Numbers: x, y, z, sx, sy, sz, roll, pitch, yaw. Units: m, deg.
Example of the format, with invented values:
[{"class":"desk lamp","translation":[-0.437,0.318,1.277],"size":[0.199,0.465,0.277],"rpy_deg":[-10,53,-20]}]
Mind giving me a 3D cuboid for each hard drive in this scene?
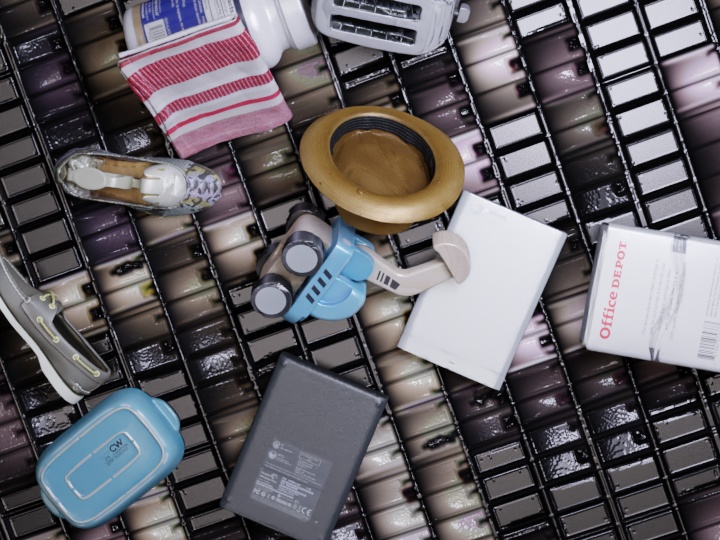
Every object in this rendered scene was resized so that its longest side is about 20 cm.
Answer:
[{"class":"hard drive","translation":[-0.068,0.215,1.578],"size":[0.139,0.033,0.200],"rpy_deg":[23,97,1]},{"class":"hard drive","translation":[0.142,0.023,1.549],"size":[0.132,0.026,0.200],"rpy_deg":[23,97,1]}]

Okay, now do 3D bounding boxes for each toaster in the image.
[{"class":"toaster","translation":[0.024,-0.321,1.447],"size":[0.199,0.114,0.129],"rpy_deg":[12,53,-1]}]

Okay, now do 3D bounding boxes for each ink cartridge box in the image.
[{"class":"ink cartridge box","translation":[0.360,0.031,1.506],"size":[0.199,0.083,0.146],"rpy_deg":[10,97,3]}]

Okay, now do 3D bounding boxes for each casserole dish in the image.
[{"class":"casserole dish","translation":[-0.307,0.231,1.594],"size":[0.200,0.039,0.121],"rpy_deg":[-38,93,6]}]

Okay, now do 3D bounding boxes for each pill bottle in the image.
[{"class":"pill bottle","translation":[-0.157,-0.271,1.495],"size":[0.199,0.116,0.116],"rpy_deg":[-17,94,5]}]

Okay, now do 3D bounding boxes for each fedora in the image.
[{"class":"fedora","translation":[0.020,-0.103,1.492],"size":[0.200,0.201,0.082],"rpy_deg":[14,133,2]}]

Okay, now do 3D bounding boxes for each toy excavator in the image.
[{"class":"toy excavator","translation":[0.000,0.000,1.518],"size":[0.200,0.100,0.195],"rpy_deg":[31,114,-16]}]

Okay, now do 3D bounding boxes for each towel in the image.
[{"class":"towel","translation":[-0.169,-0.201,1.471],"size":[0.144,0.200,0.023],"rpy_deg":[-19,62,6]}]

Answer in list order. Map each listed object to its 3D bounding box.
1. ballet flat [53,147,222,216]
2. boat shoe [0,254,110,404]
[{"class":"ballet flat","translation":[-0.264,-0.101,1.543],"size":[0.200,0.072,0.072],"rpy_deg":[8,96,3]},{"class":"boat shoe","translation":[-0.373,0.061,1.566],"size":[0.060,0.072,0.202],"rpy_deg":[-32,99,5]}]
